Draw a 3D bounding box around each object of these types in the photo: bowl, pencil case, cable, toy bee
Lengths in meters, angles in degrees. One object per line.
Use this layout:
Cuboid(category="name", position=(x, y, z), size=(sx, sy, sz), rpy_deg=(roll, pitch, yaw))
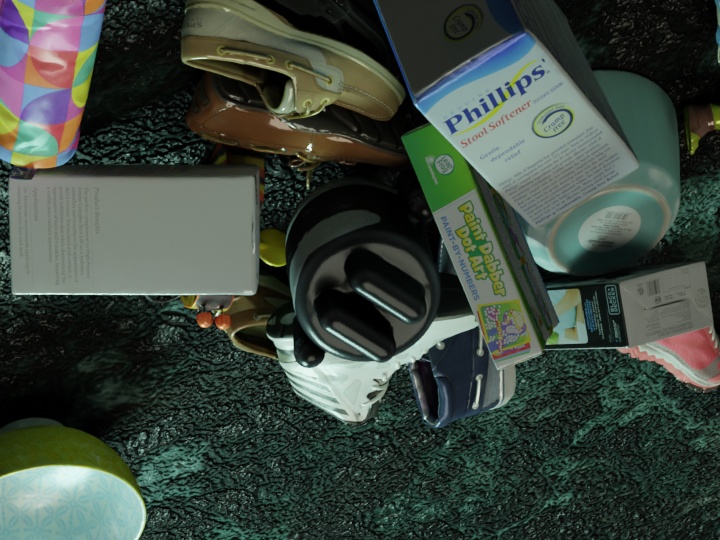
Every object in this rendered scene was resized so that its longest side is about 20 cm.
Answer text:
Cuboid(category="bowl", position=(0.205, -0.071, 1.586), size=(0.200, 0.105, 0.201), rpy_deg=(-10, 139, -9))
Cuboid(category="pencil case", position=(-0.240, -0.165, 1.334), size=(0.088, 0.088, 0.200), rpy_deg=(1, 135, -21))
Cuboid(category="bowl", position=(-0.311, 0.207, 1.705), size=(0.200, 0.108, 0.200), rpy_deg=(-10, 139, -9))
Cuboid(category="cable", position=(-0.030, -0.221, 1.389), size=(0.097, 0.050, 0.200), rpy_deg=(-35, 148, 21))
Cuboid(category="toy bee", position=(-0.121, -0.008, 1.534), size=(0.131, 0.109, 0.200), rpy_deg=(-10, 139, -12))

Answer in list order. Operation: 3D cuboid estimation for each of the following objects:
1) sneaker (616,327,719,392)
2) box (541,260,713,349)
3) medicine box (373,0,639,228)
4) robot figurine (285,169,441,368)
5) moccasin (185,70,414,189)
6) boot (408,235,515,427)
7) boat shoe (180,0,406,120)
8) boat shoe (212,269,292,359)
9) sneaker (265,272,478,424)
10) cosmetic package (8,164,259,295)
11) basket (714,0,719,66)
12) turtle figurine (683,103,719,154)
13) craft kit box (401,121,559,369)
Cuboid(category="sneaker", position=(0.334, 0.062, 1.807), size=(0.200, 0.074, 0.087), rpy_deg=(21, 125, -37))
Cuboid(category="box", position=(0.211, 0.034, 1.633), size=(0.117, 0.060, 0.200), rpy_deg=(-12, -175, -37))
Cuboid(category="medicine box", position=(0.106, -0.165, 1.381), size=(0.103, 0.182, 0.200), rpy_deg=(-33, 138, 16))
Cuboid(category="robot figurine", position=(0.002, 0.000, 1.478), size=(0.150, 0.200, 0.125), rpy_deg=(-16, 114, 0))
Cuboid(category="moccasin", position=(-0.046, -0.116, 1.467), size=(0.201, 0.074, 0.078), rpy_deg=(4, 144, -28))
Cuboid(category="boot", position=(0.087, 0.042, 1.619), size=(0.090, 0.073, 0.200), rpy_deg=(-19, 105, -36))
Cuboid(category="boat shoe", position=(-0.056, -0.154, 1.393), size=(0.200, 0.066, 0.074), rpy_deg=(22, 165, -26))
Cuboid(category="boat shoe", position=(-0.055, 0.062, 1.662), size=(0.200, 0.074, 0.076), rpy_deg=(16, 129, -34))
Cuboid(category="sneaker", position=(0.026, 0.071, 1.590), size=(0.200, 0.076, 0.115), rpy_deg=(-10, 123, 13))
Cuboid(category="cosmetic package", position=(-0.182, -0.034, 1.445), size=(0.200, 0.074, 0.102), rpy_deg=(1, 101, -1))
Cuboid(category="basket", position=(0.387, -0.198, 1.430), size=(0.139, 0.200, 0.176), rpy_deg=(-38, 144, -18))
Cuboid(category="turtle figurine", position=(0.368, -0.135, 1.557), size=(0.161, 0.200, 0.065), rpy_deg=(-6, 107, 8))
Cuboid(category="craft kit box", position=(0.103, -0.029, 1.461), size=(0.048, 0.200, 0.198), rpy_deg=(-22, 180, 9))
